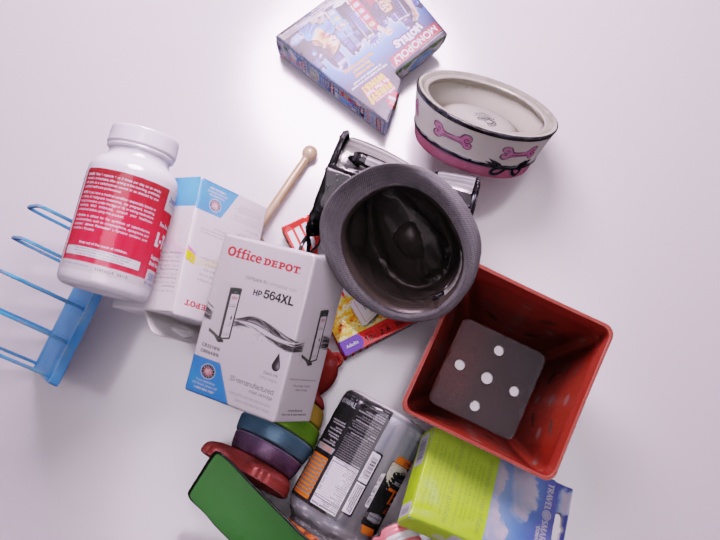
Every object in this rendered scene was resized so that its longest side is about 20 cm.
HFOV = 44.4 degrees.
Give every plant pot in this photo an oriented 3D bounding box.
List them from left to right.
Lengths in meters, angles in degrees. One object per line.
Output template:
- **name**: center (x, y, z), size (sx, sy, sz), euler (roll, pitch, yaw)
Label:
- **plant pot**: center (0.174, 0.132, 1.133), size (0.199, 0.176, 0.201), euler (25, 80, 3)

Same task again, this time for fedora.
- **fedora**: center (0.050, -0.040, 1.047), size (0.176, 0.090, 0.200), euler (-38, 102, 16)

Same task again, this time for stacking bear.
- **stacking bear**: center (-0.097, 0.183, 1.157), size (0.121, 0.114, 0.201), euler (17, 68, 31)

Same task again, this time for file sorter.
- **file sorter**: center (-0.413, 0.025, 1.146), size (0.122, 0.138, 0.201), euler (30, 79, -26)

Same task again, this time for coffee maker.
- **coffee maker**: center (0.039, -0.061, 1.160), size (0.199, 0.135, 0.193), euler (21, 104, 3)

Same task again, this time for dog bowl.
- **dog bowl**: center (0.161, -0.197, 1.198), size (0.199, 0.200, 0.074), euler (20, 122, 3)

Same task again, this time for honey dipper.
- **honey dipper**: center (-0.121, -0.095, 1.247), size (0.038, 0.038, 0.201), euler (30, 77, 5)

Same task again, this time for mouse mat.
- **mouse mat**: center (-0.133, 0.325, 1.114), size (0.200, 0.161, 0.008), euler (44, 48, 8)

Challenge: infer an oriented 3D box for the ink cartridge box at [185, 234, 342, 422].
- **ink cartridge box**: center (-0.115, 0.068, 1.079), size (0.145, 0.084, 0.202), euler (13, 89, 31)

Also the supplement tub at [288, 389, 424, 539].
- **supplement tub**: center (-0.011, 0.267, 1.133), size (0.122, 0.123, 0.201), euler (28, 81, 5)

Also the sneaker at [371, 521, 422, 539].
- **sneaker**: center (0.010, 0.396, 1.076), size (0.200, 0.074, 0.087), euler (-47, 57, 14)

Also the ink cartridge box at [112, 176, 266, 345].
- **ink cartridge box**: center (-0.226, -0.006, 1.158), size (0.124, 0.128, 0.202), euler (3, 77, 37)

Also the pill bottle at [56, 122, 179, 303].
- **pill bottle**: center (-0.287, -0.070, 1.070), size (0.111, 0.112, 0.202), euler (13, 82, 2)

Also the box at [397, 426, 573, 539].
- **box**: center (0.155, 0.288, 1.082), size (0.199, 0.048, 0.123), euler (25, 59, -8)

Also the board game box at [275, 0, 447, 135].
- **board game box**: center (0.016, -0.309, 1.273), size (0.199, 0.062, 0.200), euler (-37, 83, -7)

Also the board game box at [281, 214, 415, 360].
- **board game box**: center (0.000, 0.000, 1.221), size (0.151, 0.046, 0.201), euler (-26, 80, -7)
